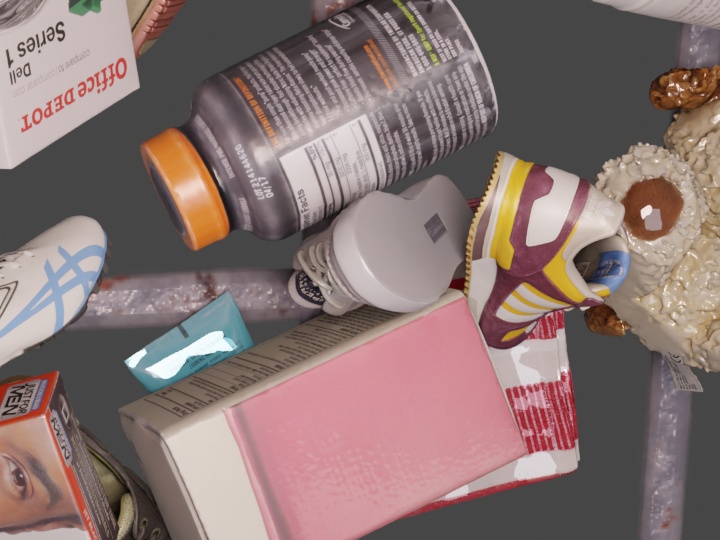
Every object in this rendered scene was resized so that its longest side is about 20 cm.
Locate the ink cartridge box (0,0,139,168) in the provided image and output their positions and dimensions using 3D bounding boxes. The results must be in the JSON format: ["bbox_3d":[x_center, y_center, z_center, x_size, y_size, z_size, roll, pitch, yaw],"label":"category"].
[{"bbox_3d":[-0.200,-0.170,1.353,0.084,0.146,0.201,3,114,27],"label":"ink cartridge box"}]

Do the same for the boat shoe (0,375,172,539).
[{"bbox_3d":[-0.158,0.151,1.512,0.072,0.066,0.201,-38,113,-3],"label":"boat shoe"}]

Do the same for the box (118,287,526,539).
[{"bbox_3d":[-0.024,0.096,1.474,0.199,0.128,0.109,-25,100,-14],"label":"box"}]

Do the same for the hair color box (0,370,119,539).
[{"bbox_3d":[-0.253,0.141,1.442,0.199,0.064,0.111,-16,111,8],"label":"hair color box"}]

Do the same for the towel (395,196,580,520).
[{"bbox_3d":[0.065,0.054,1.588,0.143,0.023,0.201,-13,109,-15],"label":"towel"}]

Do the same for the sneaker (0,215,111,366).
[{"bbox_3d":[-0.216,0.023,1.419,0.200,0.072,0.073,-46,114,-37],"label":"sneaker"}]

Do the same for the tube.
[{"bbox_3d":[-0.063,0.116,1.550,0.077,0.050,0.200,-36,109,-16],"label":"tube"}]

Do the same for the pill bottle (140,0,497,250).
[{"bbox_3d":[-0.028,-0.086,1.468,0.199,0.106,0.107,-27,112,-10],"label":"pill bottle"}]

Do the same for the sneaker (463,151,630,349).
[{"bbox_3d":[0.113,0.003,1.476,0.090,0.200,0.075,18,71,12],"label":"sneaker"}]

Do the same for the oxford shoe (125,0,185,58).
[{"bbox_3d":[-0.111,-0.222,1.432,0.074,0.071,0.201,23,98,2],"label":"oxford shoe"}]

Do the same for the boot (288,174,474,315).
[{"bbox_3d":[0.000,0.000,1.436,0.095,0.200,0.074,-29,88,20],"label":"boot"}]

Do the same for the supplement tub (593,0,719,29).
[{"bbox_3d":[0.242,-0.208,1.514,0.199,0.132,0.133,9,102,-22],"label":"supplement tub"}]

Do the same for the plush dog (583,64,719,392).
[{"bbox_3d":[0.225,-0.033,1.570,0.200,0.160,0.172,41,70,-14],"label":"plush dog"}]
